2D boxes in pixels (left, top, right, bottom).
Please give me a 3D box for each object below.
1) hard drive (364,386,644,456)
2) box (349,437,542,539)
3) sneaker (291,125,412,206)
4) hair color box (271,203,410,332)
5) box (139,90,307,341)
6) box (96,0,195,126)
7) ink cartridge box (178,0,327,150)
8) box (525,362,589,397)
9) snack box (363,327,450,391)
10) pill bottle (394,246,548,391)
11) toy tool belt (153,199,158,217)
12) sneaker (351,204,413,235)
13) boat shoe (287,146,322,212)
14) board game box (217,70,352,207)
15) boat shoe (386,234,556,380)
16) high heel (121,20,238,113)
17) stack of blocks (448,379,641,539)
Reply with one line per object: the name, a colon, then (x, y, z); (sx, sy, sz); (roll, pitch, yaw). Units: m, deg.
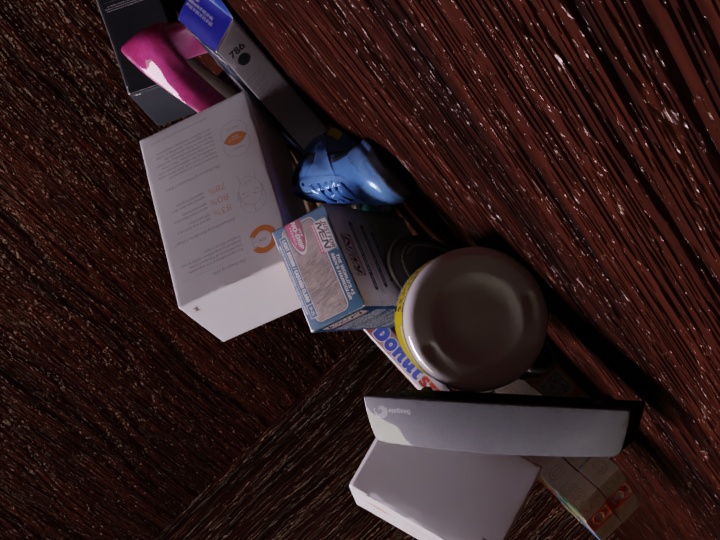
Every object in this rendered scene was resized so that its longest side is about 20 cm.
hard drive: (0.114, 0.116, 0.974); (0.200, 0.042, 0.135); (1, 178, 17)
box: (0.082, 0.215, 1.243); (0.152, 0.106, 0.200); (29, 167, 8)
sneaker: (-0.014, -0.080, 1.158); (0.066, 0.078, 0.200); (49, 175, -22)
hair color box: (0.000, 0.000, 1.175); (0.100, 0.060, 0.200); (67, -160, 11)
box: (-0.124, -0.053, 1.233); (0.097, 0.124, 0.200); (48, -159, -59)
box: (-0.253, -0.270, 1.534); (0.200, 0.079, 0.141); (83, 170, -86)
ink cartridge box: (-0.117, -0.208, 1.247); (0.200, 0.039, 0.099); (49, 177, -42)
box: (0.177, 0.099, 1.320); (0.200, 0.041, 0.119); (48, 177, -2)
snack box: (0.058, 0.105, 1.320); (0.200, 0.024, 0.072); (46, 179, 34)
pill bottle: (0.084, 0.040, 1.035); (0.111, 0.111, 0.200); (46, 177, 1)
toy tool belt: (-0.137, -0.043, 1.385); (0.125, 0.123, 0.200); (-42, 66, 52)
sneaker: (0.050, -0.021, 1.346); (0.080, 0.078, 0.200); (7, 149, 35)
boat shoe: (-0.060, -0.038, 1.333); (0.076, 0.074, 0.200); (77, 169, -69)
board game box: (-0.081, -0.161, 1.448); (0.136, 0.035, 0.200); (48, 177, -36)
boat shoe: (0.110, 0.032, 1.174); (0.200, 0.067, 0.057); (42, 157, -25)
high heel: (-0.173, -0.169, 1.332); (0.067, 0.096, 0.200); (-90, -21, -63)
stack of blocks: (0.181, 0.169, 1.262); (0.200, 0.059, 0.115); (43, 176, 42)
